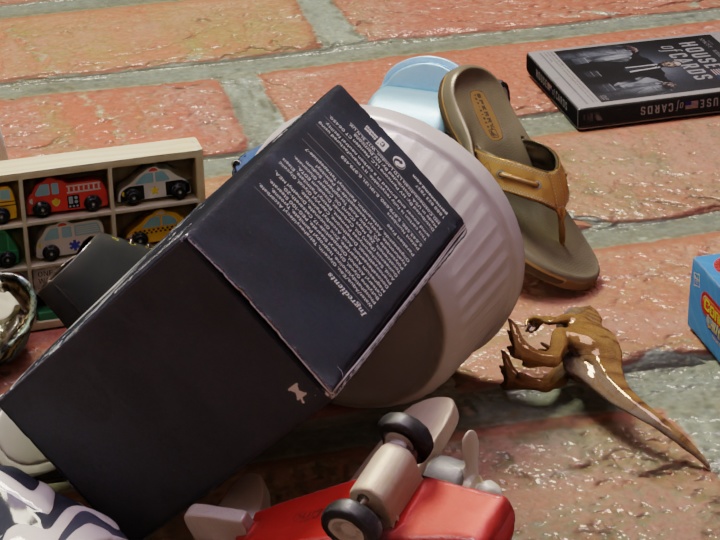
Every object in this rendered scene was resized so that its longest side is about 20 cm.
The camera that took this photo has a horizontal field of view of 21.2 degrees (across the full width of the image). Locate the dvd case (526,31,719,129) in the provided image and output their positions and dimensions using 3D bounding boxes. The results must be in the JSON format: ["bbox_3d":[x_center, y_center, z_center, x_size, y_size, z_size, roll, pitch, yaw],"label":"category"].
[{"bbox_3d":[0.271,-0.178,1.786,0.199,0.025,0.150,-8,28,-11],"label":"dvd case"}]

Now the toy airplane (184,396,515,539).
[{"bbox_3d":[-0.007,0.164,1.019,0.200,0.141,0.199,-40,18,4],"label":"toy airplane"}]

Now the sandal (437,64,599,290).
[{"bbox_3d":[0.122,-0.076,1.441,0.080,0.054,0.201,-10,68,-39],"label":"sandal"}]

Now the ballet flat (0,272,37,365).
[{"bbox_3d":[-0.291,0.053,1.288,0.074,0.075,0.200,13,31,27],"label":"ballet flat"}]

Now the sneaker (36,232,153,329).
[{"bbox_3d":[-0.134,0.001,1.334,0.075,0.106,0.200,-37,6,36],"label":"sneaker"}]

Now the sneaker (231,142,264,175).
[{"bbox_3d":[-0.061,-0.056,1.520,0.089,0.079,0.200,-16,26,28],"label":"sneaker"}]

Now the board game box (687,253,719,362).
[{"bbox_3d":[0.349,0.044,1.295,0.199,0.056,0.196,-7,27,-11],"label":"board game box"}]

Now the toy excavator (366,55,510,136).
[{"bbox_3d":[0.029,-0.075,1.488,0.099,0.196,0.200,10,0,22],"label":"toy excavator"}]

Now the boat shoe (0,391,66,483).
[{"bbox_3d":[-0.161,0.093,1.211,0.201,0.073,0.060,-9,-10,-42],"label":"boat shoe"}]

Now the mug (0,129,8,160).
[{"bbox_3d":[-0.383,-0.095,1.571,0.152,0.187,0.150,-23,65,-20],"label":"mug"}]

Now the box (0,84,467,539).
[{"bbox_3d":[-0.072,0.026,1.118,0.200,0.124,0.197,-38,8,38],"label":"box"}]

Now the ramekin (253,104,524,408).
[{"bbox_3d":[0.000,0.000,1.259,0.201,0.203,0.094,9,37,20],"label":"ramekin"}]

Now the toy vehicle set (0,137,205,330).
[{"bbox_3d":[-0.209,-0.022,1.386,0.199,0.125,0.027,-9,27,-13],"label":"toy vehicle set"}]

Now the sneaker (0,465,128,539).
[{"bbox_3d":[-0.238,0.161,1.072,0.198,0.080,0.129,-17,29,-28],"label":"sneaker"}]

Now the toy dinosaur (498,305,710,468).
[{"bbox_3d":[0.151,0.060,1.273,0.105,0.061,0.200,-4,27,-9],"label":"toy dinosaur"}]
